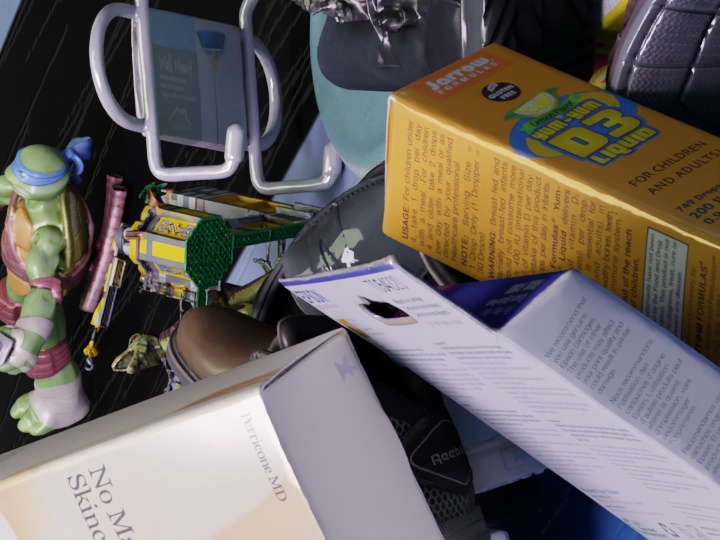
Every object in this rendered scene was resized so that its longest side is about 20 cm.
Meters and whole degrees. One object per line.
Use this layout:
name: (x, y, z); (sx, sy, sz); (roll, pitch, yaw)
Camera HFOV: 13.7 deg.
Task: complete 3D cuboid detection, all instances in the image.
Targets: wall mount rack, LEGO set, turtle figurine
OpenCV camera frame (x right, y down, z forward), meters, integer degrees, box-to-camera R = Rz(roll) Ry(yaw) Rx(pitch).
wall mount rack: (-0.062, -0.129, 1.536); (0.074, 0.200, 0.175); (-5, 86, 25)
LEGO set: (-0.094, 0.039, 1.568); (0.116, 0.154, 0.201); (12, 114, 38)
turtle figurine: (-0.241, 0.014, 1.899); (0.144, 0.200, 0.194); (24, 141, 25)

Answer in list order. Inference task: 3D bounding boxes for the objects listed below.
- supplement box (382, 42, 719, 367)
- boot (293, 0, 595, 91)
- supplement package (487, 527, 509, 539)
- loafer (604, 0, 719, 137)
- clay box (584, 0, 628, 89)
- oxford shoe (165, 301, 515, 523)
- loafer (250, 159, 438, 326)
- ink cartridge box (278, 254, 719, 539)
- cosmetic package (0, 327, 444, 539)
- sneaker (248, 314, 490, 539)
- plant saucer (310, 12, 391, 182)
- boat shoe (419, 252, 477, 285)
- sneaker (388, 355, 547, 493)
supplement box: (0.100, -0.017, 1.119); (0.200, 0.066, 0.069); (24, 129, 37)
boot: (0.031, -0.164, 1.256); (0.168, 0.076, 0.201); (22, 116, 57)
supplement package: (-0.031, 0.210, 1.325); (0.200, 0.191, 0.148); (-2, 109, 67)
loafer: (0.121, -0.069, 1.186); (0.063, 0.072, 0.201); (-112, 30, -51)
clay box: (0.081, -0.122, 1.299); (0.200, 0.047, 0.115); (136, 131, -56)
oxford shoe: (-0.007, 0.044, 1.401); (0.200, 0.073, 0.085); (19, 119, 32)
loafer: (0.000, 0.000, 1.443); (0.068, 0.070, 0.201); (57, 151, 7)
ink cartridge box: (0.078, 0.041, 1.093); (0.043, 0.200, 0.196); (-56, 10, -9)
cosmetic package: (-0.077, 0.106, 1.193); (0.200, 0.071, 0.105); (-23, 96, 34)
sneaker: (-0.041, 0.076, 1.254); (0.199, 0.076, 0.115); (-9, 94, 38)
plant saucer: (0.017, -0.124, 1.470); (0.200, 0.036, 0.201); (-178, 90, -67)
boat shoe: (0.079, 0.030, 1.287); (0.200, 0.057, 0.067); (-124, 41, -54)
sneaker: (0.002, 0.070, 1.312); (0.200, 0.074, 0.082); (-20, 84, 41)
